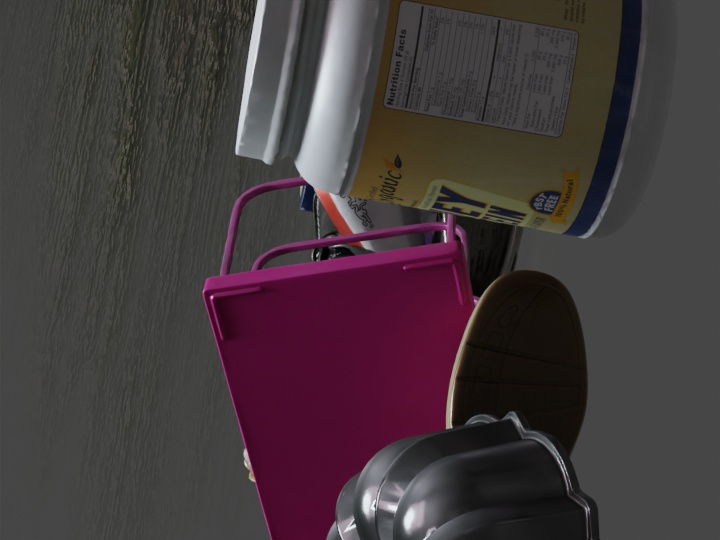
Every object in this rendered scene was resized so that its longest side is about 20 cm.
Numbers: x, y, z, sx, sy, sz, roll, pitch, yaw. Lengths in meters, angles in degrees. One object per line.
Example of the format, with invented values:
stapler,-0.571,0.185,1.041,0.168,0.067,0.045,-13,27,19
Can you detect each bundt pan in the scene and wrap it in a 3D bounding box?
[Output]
bundt pan,0.038,0.166,0.889,0.202,0.075,0.204,-179,90,-66

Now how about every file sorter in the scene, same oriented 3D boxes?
file sorter,0.007,0.053,1.092,0.126,0.138,0.201,-84,-16,-59

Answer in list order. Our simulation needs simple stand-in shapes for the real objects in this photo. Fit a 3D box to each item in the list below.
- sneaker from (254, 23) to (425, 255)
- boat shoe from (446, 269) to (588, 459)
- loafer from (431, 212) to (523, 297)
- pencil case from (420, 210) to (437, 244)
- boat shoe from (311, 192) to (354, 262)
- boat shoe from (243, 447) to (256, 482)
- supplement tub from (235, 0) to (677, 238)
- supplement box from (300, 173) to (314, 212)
sneaker,0.016,-0.100,1.218,0.067,0.108,0.203,-12,-105,-58
boat shoe,0.072,0.101,0.996,0.065,0.071,0.202,141,137,-80
loafer,0.082,-0.067,1.230,0.070,0.069,0.202,-140,53,-75
pencil case,0.027,-0.037,1.380,0.085,0.084,0.201,28,-94,-53
boat shoe,0.000,0.000,1.273,0.069,0.056,0.201,-52,38,26
boat shoe,-0.046,0.118,1.280,0.074,0.069,0.202,142,123,-63
supplement tub,0.044,-0.101,0.956,0.144,0.198,0.146,-170,90,-85
supplement box,0.033,-0.163,1.510,0.200,0.133,0.202,-94,15,-67
